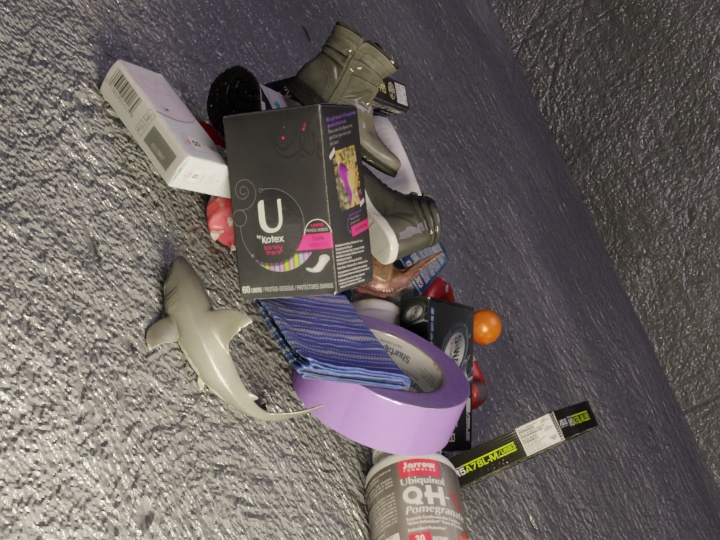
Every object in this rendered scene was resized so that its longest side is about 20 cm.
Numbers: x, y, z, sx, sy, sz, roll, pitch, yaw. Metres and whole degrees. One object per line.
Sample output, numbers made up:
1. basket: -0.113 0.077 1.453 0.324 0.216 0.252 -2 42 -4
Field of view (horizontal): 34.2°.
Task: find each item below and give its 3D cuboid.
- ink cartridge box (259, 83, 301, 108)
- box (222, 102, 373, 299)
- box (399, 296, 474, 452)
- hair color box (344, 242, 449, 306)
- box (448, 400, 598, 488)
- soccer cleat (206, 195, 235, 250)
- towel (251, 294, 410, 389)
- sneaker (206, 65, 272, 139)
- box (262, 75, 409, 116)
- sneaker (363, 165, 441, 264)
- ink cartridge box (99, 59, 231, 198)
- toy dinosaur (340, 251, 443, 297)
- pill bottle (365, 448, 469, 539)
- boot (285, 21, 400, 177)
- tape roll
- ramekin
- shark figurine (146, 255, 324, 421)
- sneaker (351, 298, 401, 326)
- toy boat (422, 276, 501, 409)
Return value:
1. ink cartridge box: -0.095 -0.156 1.574 0.200 0.076 0.137 11 53 -62
2. box: -0.067 -0.076 1.278 0.106 0.121 0.202 -14 99 -66
3. box: 0.102 0.142 1.571 0.160 0.043 0.202 16 74 -62
4. hair color box: 0.055 0.006 1.672 0.061 0.099 0.200 60 21 -4
5. box: 0.206 0.240 1.578 0.048 0.199 0.193 65 22 10
6. soccer cleat: -0.104 -0.031 1.396 0.200 0.066 0.077 37 34 -35
7. towel: -0.039 0.067 1.310 0.144 0.024 0.200 11 23 -31
8. sneaker: -0.122 -0.159 1.432 0.201 0.075 0.088 61 8 30
9. box: -0.038 -0.250 1.706 0.200 0.160 0.050 1 79 -66
10. sneaker: 0.034 -0.088 1.508 0.098 0.071 0.201 -10 47 -27
11. ink cartridge box: -0.182 -0.151 1.331 0.199 0.057 0.163 4 42 -55
12. toy dinosaur: 0.000 0.000 1.499 0.136 0.198 0.087 -60 158 -63
13. pill bottle: 0.063 0.274 1.326 0.111 0.110 0.201 42 27 -39
14. boot: 0.007 -0.230 1.552 0.200 0.131 0.068 43 1 5
15. tape roll: 0.024 0.128 1.349 0.198 0.066 0.200 19 21 -8
16. ramekin: 0.024 -0.130 1.693 0.202 0.093 0.204 157 -90 -89
17. shark figurine: -0.129 0.082 1.174 0.215 0.089 0.128 55 22 -8
18. sneaker: 0.038 0.108 1.556 0.200 0.075 0.089 39 42 -46
19. toy boat: 0.148 0.098 1.725 0.130 0.130 0.201 9 54 -64
